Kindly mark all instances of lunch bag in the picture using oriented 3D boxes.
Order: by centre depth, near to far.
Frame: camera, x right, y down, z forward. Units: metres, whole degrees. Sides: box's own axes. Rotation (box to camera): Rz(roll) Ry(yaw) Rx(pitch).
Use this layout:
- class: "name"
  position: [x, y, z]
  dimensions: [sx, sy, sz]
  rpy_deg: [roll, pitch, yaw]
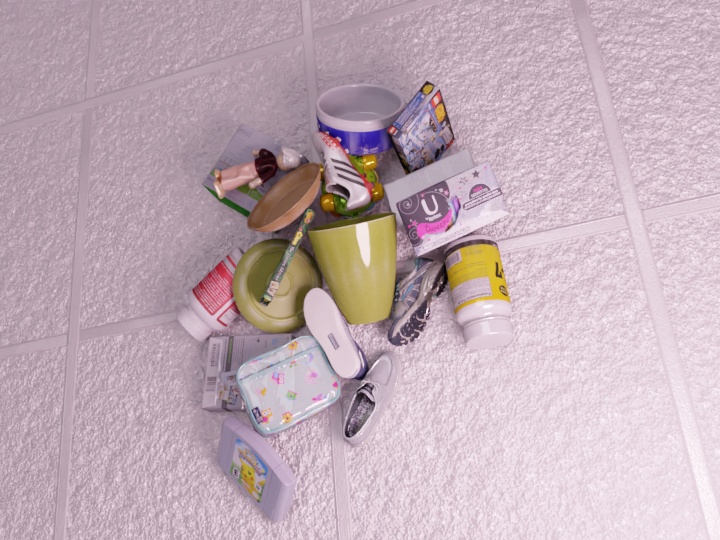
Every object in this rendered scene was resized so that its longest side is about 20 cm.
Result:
- class: "lunch bag"
  position: [-0.150, 0.230, 1.459]
  dimensions: [0.197, 0.077, 0.163]
  rpy_deg: [-23, 76, -17]

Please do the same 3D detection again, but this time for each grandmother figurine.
- class: "grandmother figurine"
  position: [-0.225, -0.225, 1.608]
  dimensions: [0.196, 0.061, 0.123]
  rpy_deg: [-15, 58, 10]

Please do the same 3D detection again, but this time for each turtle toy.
- class: "turtle toy"
  position: [-0.028, -0.200, 1.608]
  dimensions: [0.142, 0.101, 0.204]
  rpy_deg: [-11, 68, -2]

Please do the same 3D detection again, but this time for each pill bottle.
- class: "pill bottle"
  position: [0.233, 0.043, 1.423]
  dimensions: [0.112, 0.114, 0.204]
  rpy_deg: [-14, 67, 13]
- class: "pill bottle"
  position: [-0.305, 0.056, 1.599]
  dimensions: [0.200, 0.112, 0.112]
  rpy_deg: [-43, 63, -2]

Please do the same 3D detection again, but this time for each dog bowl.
- class: "dog bowl"
  position: [-0.001, -0.338, 1.614]
  dimensions: [0.195, 0.080, 0.202]
  rpy_deg: [-1, 37, 0]

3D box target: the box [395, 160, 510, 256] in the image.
- class: "box"
  position: [0.180, -0.122, 1.430]
  dimensions: [0.197, 0.132, 0.117]
  rpy_deg: [-25, 91, 8]

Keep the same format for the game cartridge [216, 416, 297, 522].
- class: "game cartridge"
  position: [-0.210, 0.388, 1.439]
  dimensions: [0.199, 0.040, 0.135]
  rpy_deg: [35, 124, 27]

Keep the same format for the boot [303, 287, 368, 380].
- class: "boot"
  position: [-0.050, 0.135, 1.490]
  dimensions: [0.072, 0.090, 0.203]
  rpy_deg: [-29, 68, 10]

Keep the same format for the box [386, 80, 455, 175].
- class: "box"
  position: [0.131, -0.286, 1.535]
  dimensions: [0.040, 0.200, 0.138]
  rpy_deg: [36, 83, 26]

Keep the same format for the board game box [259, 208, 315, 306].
- class: "board game box"
  position: [-0.151, -0.025, 1.489]
  dimensions: [0.023, 0.105, 0.203]
  rpy_deg: [28, 77, -9]

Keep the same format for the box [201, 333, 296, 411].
- class: "box"
  position: [-0.236, 0.219, 1.553]
  dimensions: [0.195, 0.041, 0.159]
  rpy_deg: [-5, 69, 17]

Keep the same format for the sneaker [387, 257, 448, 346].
- class: "sneaker"
  position: [0.104, 0.062, 1.491]
  dimensions: [0.085, 0.078, 0.202]
  rpy_deg: [22, 69, 33]

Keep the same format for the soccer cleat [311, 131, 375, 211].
- class: "soccer cleat"
  position: [-0.053, -0.210, 1.521]
  dimensions: [0.084, 0.069, 0.201]
  rpy_deg: [-33, 74, -22]

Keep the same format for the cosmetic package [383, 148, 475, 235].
- class: "cosmetic package"
  position: [0.159, -0.165, 1.545]
  dimensions: [0.196, 0.071, 0.103]
  rpy_deg: [-22, 73, 9]

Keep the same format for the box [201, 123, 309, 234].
- class: "box"
  position: [-0.236, -0.216, 1.690]
  dimensions: [0.198, 0.097, 0.178]
  rpy_deg: [28, 80, 26]

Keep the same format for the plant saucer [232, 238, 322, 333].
- class: "plant saucer"
  position: [-0.173, 0.031, 1.547]
  dimensions: [0.195, 0.031, 0.205]
  rpy_deg: [2, 83, -16]

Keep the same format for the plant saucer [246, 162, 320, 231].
- class: "plant saucer"
  position: [-0.153, -0.145, 1.526]
  dimensions: [0.198, 0.036, 0.202]
  rpy_deg: [-32, 27, 18]

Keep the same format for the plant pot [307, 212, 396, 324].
- class: "plant pot"
  position: [0.000, 0.000, 1.481]
  dimensions: [0.183, 0.187, 0.205]
  rpy_deg: [-9, 98, 15]

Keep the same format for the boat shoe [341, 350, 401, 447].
- class: "boat shoe"
  position: [0.022, 0.250, 1.437]
  dimensions: [0.069, 0.072, 0.204]
  rpy_deg: [20, 77, 24]
